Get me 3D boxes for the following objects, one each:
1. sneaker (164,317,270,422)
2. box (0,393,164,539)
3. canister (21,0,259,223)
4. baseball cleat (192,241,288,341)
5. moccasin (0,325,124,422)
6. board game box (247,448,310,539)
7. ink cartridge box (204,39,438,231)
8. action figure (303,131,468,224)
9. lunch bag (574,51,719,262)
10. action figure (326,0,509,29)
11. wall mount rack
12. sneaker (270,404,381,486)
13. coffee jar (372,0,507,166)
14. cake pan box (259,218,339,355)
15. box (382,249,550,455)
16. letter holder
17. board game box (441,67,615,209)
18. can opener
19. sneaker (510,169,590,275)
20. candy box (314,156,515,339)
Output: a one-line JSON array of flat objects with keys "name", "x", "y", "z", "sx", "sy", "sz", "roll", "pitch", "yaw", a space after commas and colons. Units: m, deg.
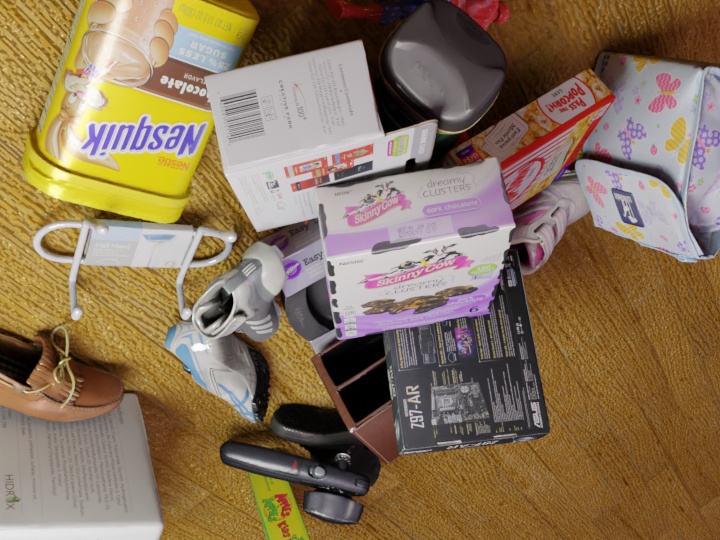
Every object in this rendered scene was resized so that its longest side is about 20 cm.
[{"name": "sneaker", "x": -0.158, "y": 0.115, "z": 0.979, "sx": 0.071, "sy": 0.073, "sz": 0.201, "roll": -2, "pitch": 144, "yaw": 19}, {"name": "box", "x": -0.329, "y": 0.265, "z": 0.911, "sx": 0.168, "sy": 0.201, "sz": 0.201, "roll": 8, "pitch": 122, "yaw": -29}, {"name": "canister", "x": -0.186, "y": -0.156, "z": 0.722, "sx": 0.146, "sy": 0.087, "sz": 0.202, "roll": 12, "pitch": 118, "yaw": -34}, {"name": "baseball cleat", "x": -0.129, "y": 0.038, "z": 0.875, "sx": 0.106, "sy": 0.070, "sz": 0.201, "roll": -36, "pitch": 164, "yaw": -24}, {"name": "moccasin", "x": -0.334, "y": 0.100, "z": 0.869, "sx": 0.199, "sy": 0.074, "sz": 0.078, "roll": 27, "pitch": 120, "yaw": -29}, {"name": "board game box", "x": -0.095, "y": 0.344, "z": 1.095, "sx": 0.047, "sy": 0.201, "sz": 0.103, "roll": -16, "pitch": 133, "yaw": -13}, {"name": "ink cartridge box", "x": -0.029, "y": -0.113, "z": 0.745, "sx": 0.172, "sy": 0.086, "sz": 0.200, "roll": -13, "pitch": 170, "yaw": -3}, {"name": "action figure", "x": 0.023, "y": -0.107, "z": 0.884, "sx": 0.197, "sy": 0.066, "sz": 0.052, "roll": -23, "pitch": 126, "yaw": -7}, {"name": "lunch bag", "x": 0.327, "y": -0.124, "z": 0.918, "sx": 0.125, "sy": 0.169, "sz": 0.204, "roll": -3, "pitch": 110, "yaw": -25}, {"name": "action figure", "x": 0.064, "y": -0.252, "z": 0.787, "sx": 0.197, "sy": 0.052, "sz": 0.066, "roll": 0, "pitch": 133, "yaw": -34}, {"name": "wall mount rack", "x": -0.205, "y": -0.015, "z": 0.810, "sx": 0.196, "sy": 0.076, "sz": 0.174, "roll": 1, "pitch": 147, "yaw": -28}, {"name": "sneaker", "x": -0.045, "y": 0.240, "z": 1.133, "sx": 0.197, "sy": 0.060, "sz": 0.106, "roll": 9, "pitch": 118, "yaw": -36}, {"name": "coffee jar", "x": 0.061, "y": -0.162, "z": 0.759, "sx": 0.104, "sy": 0.200, "sz": 0.086, "roll": 41, "pitch": 83, "yaw": -3}, {"name": "cake pan box", "x": 0.000, "y": 0.000, "z": 0.970, "sx": 0.197, "sy": 0.053, "sz": 0.186, "roll": -27, "pitch": 132, "yaw": -5}, {"name": "box", "x": 0.106, "y": 0.085, "z": 0.905, "sx": 0.157, "sy": 0.204, "sz": 0.044, "roll": -5, "pitch": 162, "yaw": -8}, {"name": "letter holder", "x": 0.047, "y": 0.138, "z": 1.028, "sx": 0.141, "sy": 0.101, "sz": 0.200, "roll": -32, "pitch": 154, "yaw": 0}, {"name": "board game box", "x": 0.157, "y": -0.109, "z": 0.886, "sx": 0.198, "sy": 0.047, "sz": 0.152, "roll": -33, "pitch": 163, "yaw": -22}, {"name": "can opener", "x": -0.082, "y": 0.252, "z": 1.059, "sx": 0.197, "sy": 0.080, "sz": 0.064, "roll": 21, "pitch": 146, "yaw": -5}, {"name": "sneaker", "x": 0.206, "y": -0.044, "z": 1.012, "sx": 0.198, "sy": 0.089, "sz": 0.082, "roll": -31, "pitch": 134, "yaw": -1}, {"name": "candy box", "x": 0.047, "y": -0.013, "z": 0.801, "sx": 0.164, "sy": 0.073, "sz": 0.201, "roll": -10, "pitch": 156, "yaw": -2}]
